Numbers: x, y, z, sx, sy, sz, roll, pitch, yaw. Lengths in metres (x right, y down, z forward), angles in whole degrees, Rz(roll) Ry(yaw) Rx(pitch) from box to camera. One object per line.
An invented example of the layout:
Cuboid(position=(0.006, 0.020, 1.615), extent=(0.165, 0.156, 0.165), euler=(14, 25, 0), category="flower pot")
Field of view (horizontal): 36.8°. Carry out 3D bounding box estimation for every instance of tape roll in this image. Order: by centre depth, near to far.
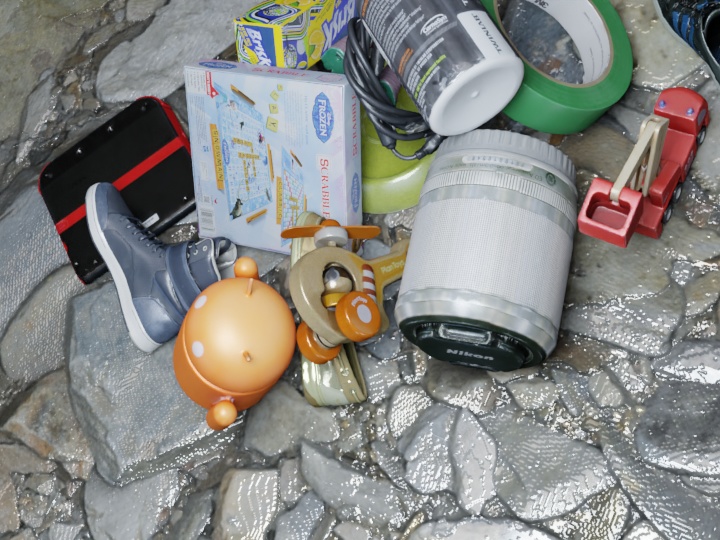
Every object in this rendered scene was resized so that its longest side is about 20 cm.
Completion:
Cuboid(position=(0.188, -0.239, 1.117), extent=(0.048, 0.197, 0.204), euler=(-43, 40, 52), category="tape roll")

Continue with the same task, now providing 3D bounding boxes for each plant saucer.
Cuboid(position=(0.030, -0.163, 1.226), extent=(0.197, 0.031, 0.203), euler=(-8, 66, 17), category="plant saucer")

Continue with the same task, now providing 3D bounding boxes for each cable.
Cuboid(position=(0.069, -0.222, 1.130), extent=(0.200, 0.051, 0.164), euler=(-42, 101, -21), category="cable")

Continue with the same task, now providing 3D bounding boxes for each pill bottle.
Cuboid(position=(0.063, -0.236, 1.027), extent=(0.105, 0.106, 0.202), euler=(-32, 67, 5), category="pill bottle")

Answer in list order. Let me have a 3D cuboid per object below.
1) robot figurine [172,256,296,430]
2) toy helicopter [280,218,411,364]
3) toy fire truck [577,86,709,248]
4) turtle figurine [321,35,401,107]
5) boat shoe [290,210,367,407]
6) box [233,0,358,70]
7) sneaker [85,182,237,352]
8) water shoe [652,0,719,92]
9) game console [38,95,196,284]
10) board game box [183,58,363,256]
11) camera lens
Cuboid(position=(-0.129, 0.075, 1.094), extent=(0.117, 0.200, 0.144), euler=(46, 66, 2), category="robot figurine")
Cuboid(position=(0.000, 0.000, 1.090), extent=(0.079, 0.199, 0.134), euler=(-32, 83, 41), category="toy helicopter")
Cuboid(position=(0.278, -0.102, 1.044), extent=(0.048, 0.141, 0.202), euler=(21, 77, 26), category="toy fire truck")
Cuboid(position=(0.053, -0.275, 1.203), extent=(0.148, 0.101, 0.201), euler=(27, 61, 25), category="turtle figurine")
Cuboid(position=(-0.031, 0.038, 1.127), extent=(0.062, 0.073, 0.205), euler=(-6, 82, 17), category="boat shoe")
Cuboid(position=(-0.064, -0.282, 1.228), extent=(0.063, 0.071, 0.200), euler=(11, 35, 23), category="box")
Cuboid(position=(-0.219, -0.031, 1.222), extent=(0.145, 0.077, 0.205), euler=(-28, 79, 18), category="sneaker")
Cuboid(position=(0.365, -0.257, 1.110), extent=(0.071, 0.079, 0.202), euler=(-30, 61, 6), category="water shoe")
Cuboid(position=(-0.292, -0.103, 1.328), extent=(0.199, 0.031, 0.178), euler=(-34, 67, 5), category="game console")
Cuboid(position=(-0.093, -0.119, 1.177), extent=(0.197, 0.203, 0.041), euler=(12, 28, 24), category="board game box")
Cuboid(position=(0.125, -0.014, 1.054), extent=(0.157, 0.160, 0.203), euler=(6, 71, 22), category="camera lens")
